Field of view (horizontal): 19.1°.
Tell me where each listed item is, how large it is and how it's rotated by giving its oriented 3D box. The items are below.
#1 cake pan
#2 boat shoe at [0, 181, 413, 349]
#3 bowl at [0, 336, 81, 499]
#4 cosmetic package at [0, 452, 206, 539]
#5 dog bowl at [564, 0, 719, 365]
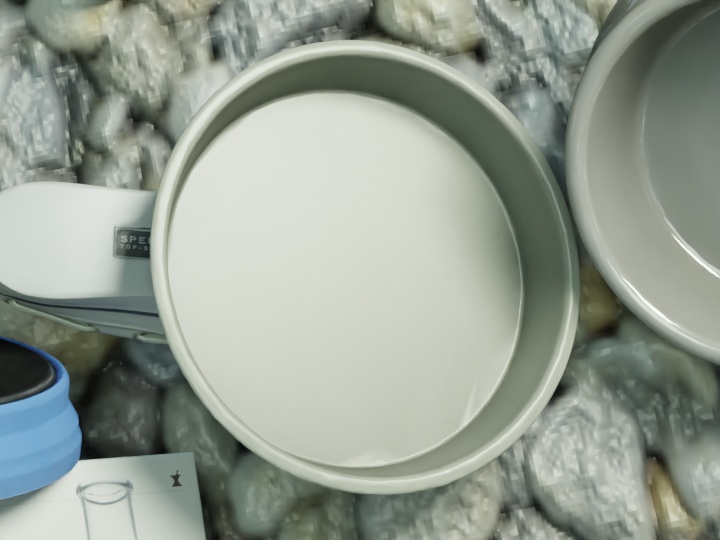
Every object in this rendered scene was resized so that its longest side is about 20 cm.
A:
[{"bbox_3d":[0.000,0.000,0.940,0.199,0.037,0.201,5,76,-20],"label":"cake pan"},{"bbox_3d":[-0.078,0.003,0.972,0.199,0.066,0.072,2,76,-15],"label":"boat shoe"},{"bbox_3d":[-0.218,0.056,0.909,0.199,0.201,0.040,6,100,8],"label":"bowl"},{"bbox_3d":[-0.156,0.161,0.905,0.199,0.052,0.152,-2,75,-34],"label":"cosmetic package"},{"bbox_3d":[0.177,-0.047,0.908,0.199,0.059,0.201,9,112,24],"label":"dog bowl"}]
